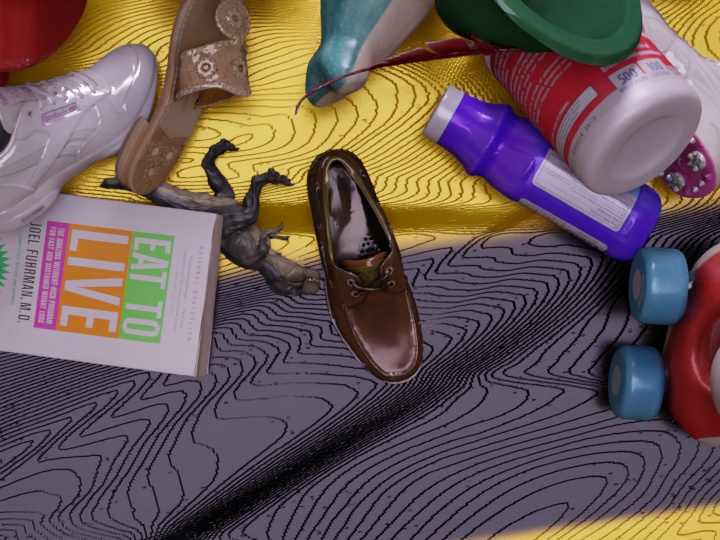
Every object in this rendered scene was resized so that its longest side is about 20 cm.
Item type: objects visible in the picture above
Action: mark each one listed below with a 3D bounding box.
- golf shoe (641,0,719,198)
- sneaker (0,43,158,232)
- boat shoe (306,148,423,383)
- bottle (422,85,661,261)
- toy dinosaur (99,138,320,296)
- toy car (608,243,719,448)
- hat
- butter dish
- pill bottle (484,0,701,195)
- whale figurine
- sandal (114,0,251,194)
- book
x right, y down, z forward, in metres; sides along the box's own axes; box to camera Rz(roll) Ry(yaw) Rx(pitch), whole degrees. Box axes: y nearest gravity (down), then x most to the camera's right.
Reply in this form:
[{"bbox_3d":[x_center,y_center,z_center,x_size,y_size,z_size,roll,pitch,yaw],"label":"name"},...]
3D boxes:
[{"bbox_3d":[0.256,-0.159,1.518,0.091,0.075,0.201,-24,86,-30],"label":"golf shoe"},{"bbox_3d":[-0.240,-0.120,1.456,0.200,0.075,0.100,-46,136,-20],"label":"sneaker"},{"bbox_3d":[0.000,0.000,1.500,0.072,0.068,0.201,-22,92,-4],"label":"boat shoe"},{"bbox_3d":[0.147,-0.082,1.498,0.199,0.084,0.066,30,102,-2],"label":"bottle"},{"bbox_3d":[-0.109,-0.055,1.508,0.199,0.047,0.088,31,96,1],"label":"toy dinosaur"},{"bbox_3d":[0.308,0.090,1.428,0.183,0.200,0.178,5,118,-7],"label":"toy car"},{"bbox_3d":[0.084,-0.186,1.401,0.199,0.176,0.166,25,47,-25],"label":"hat"},{"bbox_3d":[-0.298,-0.211,1.445,0.198,0.200,0.149,10,120,9],"label":"butter dish"},{"bbox_3d":[0.168,-0.164,1.453,0.112,0.112,0.200,-35,61,-2],"label":"pill bottle"},{"bbox_3d":[0.004,-0.227,1.453,0.104,0.159,0.201,35,74,-15],"label":"whale figurine"},{"bbox_3d":[-0.117,-0.144,1.449,0.070,0.077,0.212,35,106,26],"label":"sandal"},{"bbox_3d":[-0.217,0.008,1.493,0.199,0.048,0.135,7,89,9],"label":"book"}]
